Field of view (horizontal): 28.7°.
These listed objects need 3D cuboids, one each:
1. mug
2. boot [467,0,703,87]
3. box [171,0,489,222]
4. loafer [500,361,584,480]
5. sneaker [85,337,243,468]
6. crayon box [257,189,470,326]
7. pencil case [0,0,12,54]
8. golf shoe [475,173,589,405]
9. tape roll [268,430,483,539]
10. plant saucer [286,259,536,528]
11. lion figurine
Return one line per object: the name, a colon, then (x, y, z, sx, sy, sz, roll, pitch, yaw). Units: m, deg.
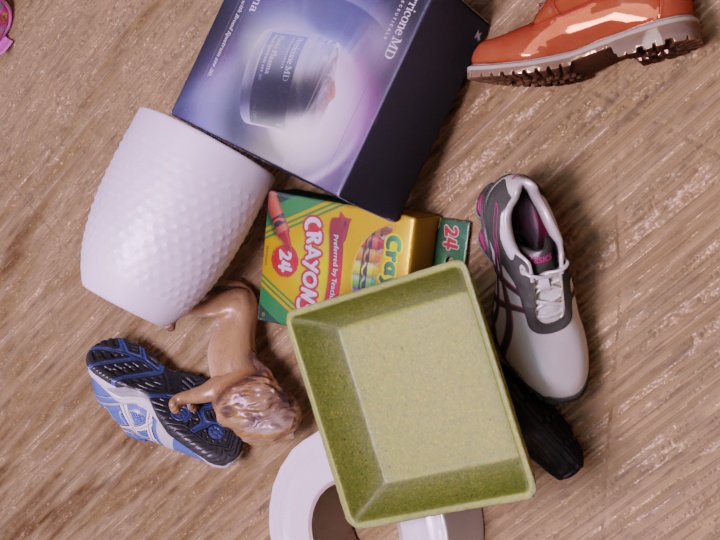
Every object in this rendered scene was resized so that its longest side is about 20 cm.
mug: (-0.190, -0.045, 1.364, 0.147, 0.200, 0.176, 28, 87, -11)
boot: (0.176, -0.212, 1.163, 0.199, 0.075, 0.108, -13, 85, 25)
box: (-0.027, -0.179, 1.242, 0.198, 0.123, 0.201, 27, 93, 27)
loafer: (0.109, 0.114, 1.228, 0.200, 0.068, 0.071, 43, 106, 14)
sneaker: (-0.200, 0.146, 1.456, 0.200, 0.076, 0.077, 33, 137, 25)
crayon box: (0.000, 0.000, 1.310, 0.199, 0.051, 0.128, 11, 100, 32)
pencil case: (-0.478, -0.307, 1.581, 0.199, 0.087, 0.088, 31, 111, 26)
golf shoe: (0.145, 0.017, 1.181, 0.077, 0.088, 0.201, -17, 86, -6)
tape roll: (0.013, 0.237, 1.314, 0.201, 0.071, 0.204, 4, 97, 34)
plant saucer: (0.049, 0.105, 1.193, 0.199, 0.048, 0.201, -17, 89, 37)
lion figurine: (-0.126, 0.078, 1.387, 0.122, 0.072, 0.201, -14, 78, 20)
